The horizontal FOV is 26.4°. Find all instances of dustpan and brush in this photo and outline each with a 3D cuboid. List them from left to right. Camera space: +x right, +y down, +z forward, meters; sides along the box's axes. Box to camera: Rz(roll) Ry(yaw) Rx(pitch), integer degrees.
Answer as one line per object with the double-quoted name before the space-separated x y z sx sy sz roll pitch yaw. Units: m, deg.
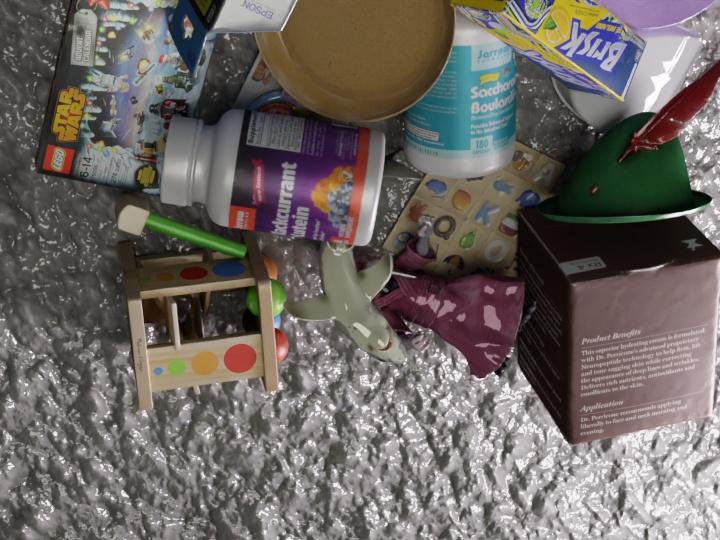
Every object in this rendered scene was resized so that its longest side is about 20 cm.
"dustpan and brush" 0.222 -0.208 1.535 0.200 0.057 0.140 9 127 -24

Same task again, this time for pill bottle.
"pill bottle" -0.082 -0.090 1.434 0.199 0.111 0.112 8 116 -3
"pill bottle" 0.095 -0.198 1.471 0.111 0.111 0.200 -7 119 -9

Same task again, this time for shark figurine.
"shark figurine" -0.012 -0.019 1.535 0.128 0.090 0.215 4 91 -6

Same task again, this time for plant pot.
"plant pot" -0.005 -0.237 1.413 0.200 0.027 0.201 6 109 18

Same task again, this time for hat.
"hat" 0.271 -0.149 1.525 0.199 0.166 0.177 -5 104 1

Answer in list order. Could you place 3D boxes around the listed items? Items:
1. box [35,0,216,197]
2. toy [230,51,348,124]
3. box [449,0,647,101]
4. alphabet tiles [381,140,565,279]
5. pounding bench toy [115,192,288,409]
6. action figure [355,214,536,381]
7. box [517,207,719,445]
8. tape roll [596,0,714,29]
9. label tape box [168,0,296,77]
"box" -0.221 -0.175 1.451 0.137 0.040 0.200 10 114 -17
"toy" -0.067 -0.143 1.499 0.115 0.047 0.200 21 110 -20
"box" 0.175 -0.225 1.405 0.200 0.070 0.064 25 86 -44
"alphabet tiles" 0.124 -0.048 1.616 0.166 0.006 0.200 24 110 -22
"pounding bench toy" -0.155 0.013 1.515 0.156 0.124 0.200 -7 118 -9
"action figure" 0.076 0.027 1.604 0.200 0.149 0.134 21 82 -3
"box" 0.266 0.046 1.602 0.165 0.164 0.200 -9 120 -11
"tape roll" 0.266 -0.332 1.449 0.200 0.066 0.201 -4 107 -12
"label tape box" -0.092 -0.268 1.334 0.066 0.143 0.200 19 108 -23
